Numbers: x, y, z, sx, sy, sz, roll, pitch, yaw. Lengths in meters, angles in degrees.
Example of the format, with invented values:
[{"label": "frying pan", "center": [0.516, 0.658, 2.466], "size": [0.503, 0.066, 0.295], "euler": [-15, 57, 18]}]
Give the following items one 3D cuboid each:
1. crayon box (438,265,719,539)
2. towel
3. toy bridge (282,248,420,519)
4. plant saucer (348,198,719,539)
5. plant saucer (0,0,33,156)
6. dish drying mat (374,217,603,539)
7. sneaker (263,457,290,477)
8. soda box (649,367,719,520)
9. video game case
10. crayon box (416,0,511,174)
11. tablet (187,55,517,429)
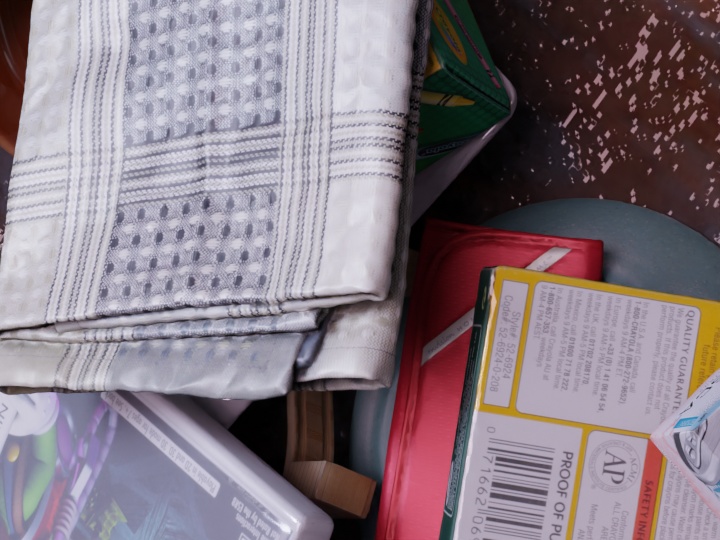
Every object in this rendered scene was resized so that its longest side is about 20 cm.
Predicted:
[{"label": "crayon box", "center": [0.133, 0.076, 1.097], "size": [0.199, 0.052, 0.127], "euler": [10, 89, -2]}, {"label": "towel", "center": [-0.060, -0.049, 1.120], "size": [0.192, 0.034, 0.201], "euler": [-3, 75, 32]}, {"label": "toy bridge", "center": [0.000, 0.000, 1.206], "size": [0.067, 0.027, 0.201], "euler": [-8, 65, 59]}, {"label": "plant saucer", "center": [0.076, 0.070, 1.171], "size": [0.199, 0.036, 0.201], "euler": [-3, 83, 27]}, {"label": "plant saucer", "center": [-0.094, -0.134, 1.284], "size": [0.199, 0.032, 0.202], "euler": [-3, 84, 27]}, {"label": "dish drying mat", "center": [0.044, 0.083, 1.150], "size": [0.076, 0.018, 0.201], "euler": [8, 87, 17]}, {"label": "sneaker", "center": [-0.037, 0.136, 1.199], "size": [0.200, 0.077, 0.112], "euler": [38, 112, 32]}, {"label": "soda box", "center": [0.192, 0.111, 1.038], "size": [0.064, 0.068, 0.200], "euler": [-42, 91, -9]}, {"label": "video game case", "center": [-0.107, 0.129, 1.186], "size": [0.200, 0.023, 0.183], "euler": [36, 110, 42]}, {"label": "crayon box", "center": [-0.032, -0.120, 1.181], "size": [0.118, 0.058, 0.201], "euler": [-32, 60, 20]}, {"label": "tablet", "center": [-0.037, -0.035, 1.202], "size": [0.200, 0.014, 0.130], "euler": [-48, 55, 12]}]
